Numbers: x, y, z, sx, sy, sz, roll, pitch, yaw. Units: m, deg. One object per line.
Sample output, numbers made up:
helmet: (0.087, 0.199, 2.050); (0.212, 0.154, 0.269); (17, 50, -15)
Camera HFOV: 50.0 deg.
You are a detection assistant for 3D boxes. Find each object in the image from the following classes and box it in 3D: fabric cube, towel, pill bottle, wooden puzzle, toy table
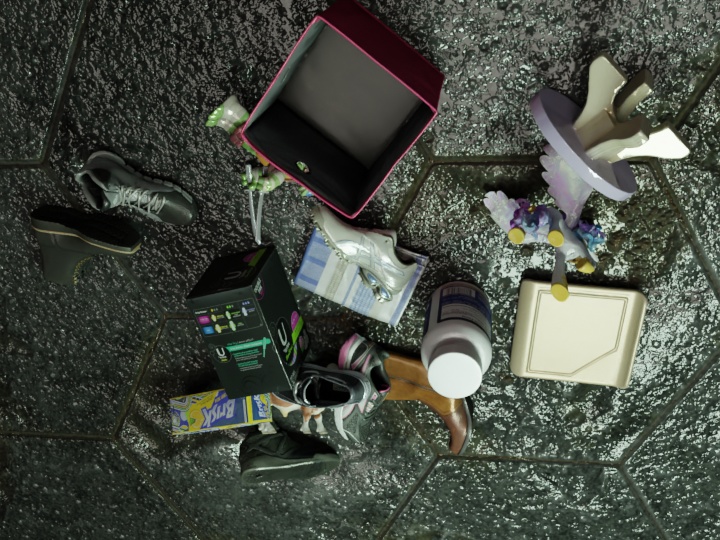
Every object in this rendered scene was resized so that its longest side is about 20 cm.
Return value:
fabric cube: (-0.019, -0.233, 1.078); (0.196, 0.200, 0.200); (36, 117, -10)
towel: (0.000, 0.000, 1.291); (0.199, 0.024, 0.148); (22, 118, -2)
pill bottle: (0.152, 0.110, 1.221); (0.110, 0.200, 0.112); (4, 118, 8)
wooden puzzle: (0.357, 0.103, 1.281); (0.198, 0.037, 0.187); (7, 118, 11)
toy table: (0.344, -0.199, 1.058); (0.199, 0.185, 0.117); (33, 134, -21)

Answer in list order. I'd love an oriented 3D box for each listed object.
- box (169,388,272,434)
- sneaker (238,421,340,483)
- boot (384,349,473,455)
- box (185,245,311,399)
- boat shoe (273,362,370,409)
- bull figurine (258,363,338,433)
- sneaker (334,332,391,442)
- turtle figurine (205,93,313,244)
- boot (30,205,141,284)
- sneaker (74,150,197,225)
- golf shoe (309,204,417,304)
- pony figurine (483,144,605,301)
box: (-0.254, 0.251, 1.394); (0.199, 0.064, 0.071); (-15, 77, 34)
sneaker: (-0.136, 0.335, 1.457); (0.198, 0.115, 0.076); (3, 138, -23)
boot: (0.102, 0.234, 1.367); (0.198, 0.069, 0.190); (5, 118, 8)
box: (-0.182, 0.087, 1.294); (0.123, 0.149, 0.201); (-12, 114, 16)
boat shoe: (-0.082, 0.200, 1.299); (0.199, 0.068, 0.072); (2, 96, 32)
bull figurine: (-0.113, 0.232, 1.391); (0.198, 0.065, 0.123); (-5, 77, 20)
sneaker: (0.009, 0.213, 1.325); (0.086, 0.080, 0.202); (14, 118, 30)
turtle figurine: (-0.168, -0.153, 1.175); (0.200, 0.144, 0.194); (-39, 101, 20)
boot: (-0.469, -0.025, 1.336); (0.198, 0.078, 0.139); (17, 123, 16)
sneaker: (-0.369, -0.112, 1.243); (0.199, 0.116, 0.075); (27, 118, -4)
golf shoe: (0.007, -0.046, 1.225); (0.097, 0.078, 0.200); (-42, 110, 8)
pony figurine: (0.281, -0.067, 1.137); (0.166, 0.200, 0.194); (-39, 90, 31)
